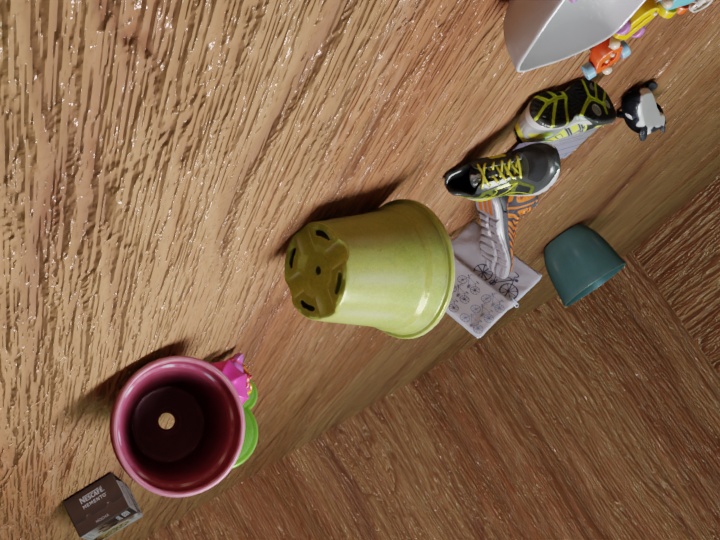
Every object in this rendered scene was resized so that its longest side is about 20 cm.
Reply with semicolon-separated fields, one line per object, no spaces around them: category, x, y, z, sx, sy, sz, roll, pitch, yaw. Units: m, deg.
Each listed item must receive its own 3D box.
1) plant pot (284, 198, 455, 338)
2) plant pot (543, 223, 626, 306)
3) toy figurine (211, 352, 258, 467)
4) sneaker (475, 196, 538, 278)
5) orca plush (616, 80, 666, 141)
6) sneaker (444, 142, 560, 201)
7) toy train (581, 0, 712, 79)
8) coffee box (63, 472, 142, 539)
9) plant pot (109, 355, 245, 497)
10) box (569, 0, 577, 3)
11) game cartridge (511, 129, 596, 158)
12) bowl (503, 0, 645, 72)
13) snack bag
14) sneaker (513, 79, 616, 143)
plant pot;0.000;0.000;1.387;0.182;0.203;0.200;-2;148;-45
plant pot;0.592;-0.026;2.696;0.199;0.162;0.201;-32;167;-8
toy figurine;-0.226;0.211;1.695;0.185;0.148;0.202;110;5;-50
sneaker;0.271;-0.085;1.778;0.111;0.077;0.202;-32;134;-25
orca plush;0.508;-0.298;1.828;0.199;0.070;0.107;-21;118;-56
sneaker;0.211;-0.140;1.500;0.084;0.076;0.198;-9;175;-44
toy train;0.379;-0.344;1.336;0.198;0.056;0.150;-33;168;7
coffee box;-0.520;0.486;2.020;0.112;0.081;0.200;-29;166;-14
plant pot;-0.285;0.236;1.513;0.198;0.202;0.179;-29;-178;-19
box;0.246;-0.361;0.861;0.198;0.097;0.176;-33;167;-1
game cartridge;0.332;-0.226;1.672;0.198;0.039;0.130;-19;156;-47
bowl;0.249;-0.318;1.066;0.198;0.075;0.200;-24;164;-32
snack bag;0.216;0.011;1.839;0.199;0.188;0.022;-37;152;-25
sneaker;0.311;-0.239;1.517;0.197;0.077;0.076;-10;163;-36
